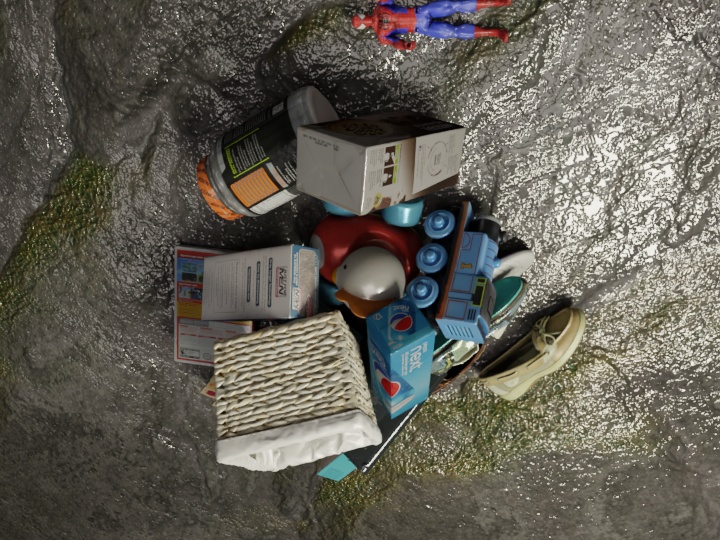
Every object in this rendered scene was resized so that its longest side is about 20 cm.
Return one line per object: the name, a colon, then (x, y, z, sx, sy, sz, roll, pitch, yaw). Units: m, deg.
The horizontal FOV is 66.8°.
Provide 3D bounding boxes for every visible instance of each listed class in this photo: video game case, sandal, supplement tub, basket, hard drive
video game case: (-0.245, 0.064, 0.921, 0.140, 0.017, 0.204, 6, 103, 7)
sandal: (0.166, 0.013, 0.830, 0.201, 0.082, 0.050, -31, 66, 15)
supplement tub: (-0.122, -0.155, 0.757, 0.197, 0.123, 0.124, -23, 111, 20)
basket: (-0.087, 0.178, 0.771, 0.196, 0.163, 0.199, -15, 155, 4)
hard drive: (0.023, 0.193, 0.865, 0.139, 0.033, 0.201, 39, 85, 22)

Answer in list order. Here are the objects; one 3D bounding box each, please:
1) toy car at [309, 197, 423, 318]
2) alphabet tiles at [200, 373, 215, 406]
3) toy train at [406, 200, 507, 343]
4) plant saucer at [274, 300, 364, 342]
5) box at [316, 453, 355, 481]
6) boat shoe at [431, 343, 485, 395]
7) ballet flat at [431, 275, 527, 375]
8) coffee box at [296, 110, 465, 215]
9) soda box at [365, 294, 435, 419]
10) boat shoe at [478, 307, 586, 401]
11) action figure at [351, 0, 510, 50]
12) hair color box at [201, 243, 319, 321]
toy car: (0.000, 0.000, 0.770, 0.173, 0.201, 0.187, 10, 118, 5)
alphabet tiles: (-0.187, 0.242, 0.990, 0.198, 0.006, 0.166, 28, 139, -17)
toy train: (0.136, 0.000, 0.756, 0.112, 0.203, 0.087, 7, 154, 24)
plant saucer: (-0.058, 0.100, 0.881, 0.070, 0.019, 0.200, -49, 120, -3)
box: (-0.009, 0.292, 0.962, 0.049, 0.083, 0.200, 24, 132, -19)
boat shoe: (0.135, 0.152, 0.899, 0.070, 0.071, 0.201, 27, 120, -12)
ballet flat: (0.168, 0.086, 0.804, 0.199, 0.074, 0.075, -36, 107, 14)
coffee box: (0.029, -0.141, 0.679, 0.112, 0.198, 0.081, 26, 123, 35)
soda box: (0.054, 0.124, 0.745, 0.067, 0.065, 0.202, -25, 145, -15)
boat shoe: (0.270, 0.127, 0.863, 0.062, 0.074, 0.201, 29, 125, -11)
action figure: (0.081, -0.304, 0.663, 0.196, 0.099, 0.066, 3, 117, 11)
hair color box: (-0.150, 0.024, 0.802, 0.197, 0.060, 0.102, -5, 81, 39)
